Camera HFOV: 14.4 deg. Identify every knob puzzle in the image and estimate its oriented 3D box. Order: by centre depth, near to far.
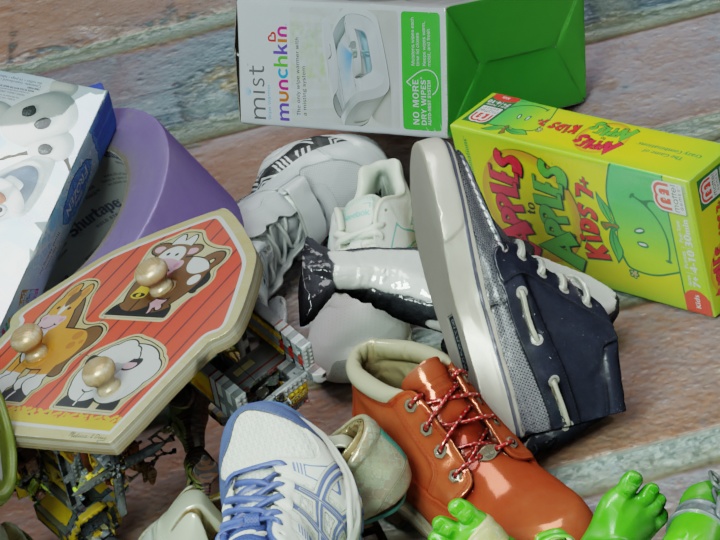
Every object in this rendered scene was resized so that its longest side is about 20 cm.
[{"bbox_3d":[-0.140,0.024,1.628,0.219,0.031,0.220,-24,27,13],"label":"knob puzzle"}]

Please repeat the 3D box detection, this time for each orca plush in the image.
[{"bbox_3d":[0.057,0.033,1.781,0.199,0.071,0.105,-2,37,-17],"label":"orca plush"}]

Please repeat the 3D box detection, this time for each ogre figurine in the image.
[{"bbox_3d":[0.110,0.170,1.494,0.199,0.098,0.120,1,24,-9],"label":"ogre figurine"}]

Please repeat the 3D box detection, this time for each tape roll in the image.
[{"bbox_3d":[-0.179,-0.003,1.859,0.200,0.085,0.200,-27,38,23],"label":"tape roll"}]

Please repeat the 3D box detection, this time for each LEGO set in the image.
[{"bbox_3d":[-0.100,0.099,1.666,0.200,0.154,0.116,-32,52,-29],"label":"LEGO set"}]

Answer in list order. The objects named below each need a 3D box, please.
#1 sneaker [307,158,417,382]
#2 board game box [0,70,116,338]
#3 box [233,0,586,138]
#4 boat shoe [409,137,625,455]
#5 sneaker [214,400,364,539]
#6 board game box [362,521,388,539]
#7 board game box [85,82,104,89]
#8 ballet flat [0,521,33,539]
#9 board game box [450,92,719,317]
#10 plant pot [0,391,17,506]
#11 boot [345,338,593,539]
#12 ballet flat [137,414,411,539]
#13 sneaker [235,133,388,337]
[{"bbox_3d":[0.000,0.000,1.856,0.070,0.080,0.201,-5,32,13],"label":"sneaker"},{"bbox_3d":[-0.283,-0.045,1.817,0.199,0.043,0.199,11,56,15],"label":"board game box"},{"bbox_3d":[0.038,-0.154,2.029,0.176,0.097,0.200,7,14,33],"label":"box"},{"bbox_3d":[0.094,0.012,1.700,0.092,0.201,0.075,-14,0,-12],"label":"boat shoe"},{"bbox_3d":[-0.042,0.143,1.509,0.075,0.088,0.200,-26,53,13],"label":"sneaker"},{"bbox_3d":[-0.024,0.187,1.604,0.104,0.024,0.200,-21,30,-6],"label":"board game box"},{"bbox_3d":[-0.252,-0.034,1.971,0.199,0.135,0.045,-18,30,-6],"label":"board game box"},{"bbox_3d":[-0.199,0.183,1.645,0.071,0.071,0.200,-26,31,-20],"label":"ballet flat"},{"bbox_3d":[0.155,-0.044,1.836,0.200,0.102,0.048,16,42,42],"label":"board game box"},{"bbox_3d":[-0.296,0.109,1.553,0.199,0.188,0.187,-18,28,12],"label":"plant pot"},{"bbox_3d":[0.059,0.107,1.619,0.075,0.108,0.200,-29,34,-29],"label":"boot"},{"bbox_3d":[-0.069,0.137,1.613,0.199,0.062,0.068,-26,31,5],"label":"ballet flat"},{"bbox_3d":[-0.056,-0.017,1.919,0.199,0.075,0.115,-26,32,-10],"label":"sneaker"}]
